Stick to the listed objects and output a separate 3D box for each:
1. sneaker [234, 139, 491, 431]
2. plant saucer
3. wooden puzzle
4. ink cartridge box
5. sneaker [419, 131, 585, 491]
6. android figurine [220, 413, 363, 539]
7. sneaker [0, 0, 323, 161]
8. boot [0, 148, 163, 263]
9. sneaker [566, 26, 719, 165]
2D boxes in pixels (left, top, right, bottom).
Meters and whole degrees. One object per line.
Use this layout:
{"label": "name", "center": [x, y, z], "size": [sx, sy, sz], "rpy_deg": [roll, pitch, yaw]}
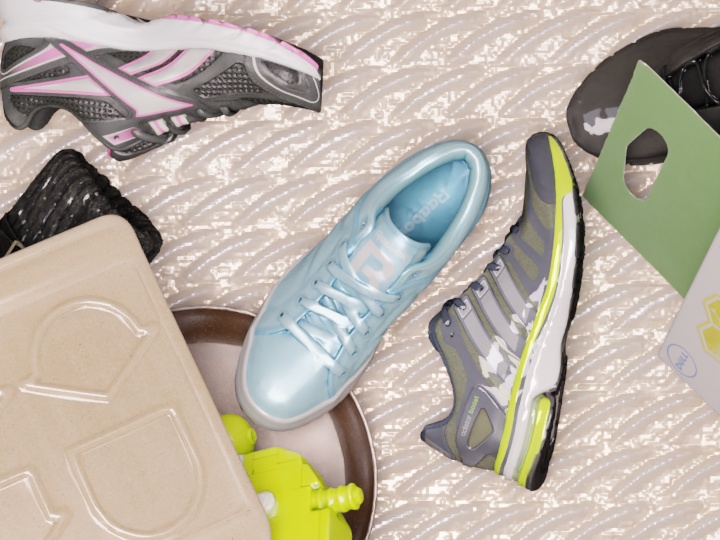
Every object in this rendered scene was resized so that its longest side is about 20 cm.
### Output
{"label": "sneaker", "center": [0.000, 0.000, 1.604], "size": [0.074, 0.082, 0.200], "rpy_deg": [36, 76, 6]}
{"label": "plant saucer", "center": [-0.089, 0.121, 1.647], "size": [0.199, 0.032, 0.202], "rpy_deg": [0, 86, 3]}
{"label": "wooden puzzle", "center": [-0.168, 0.095, 1.517], "size": [0.184, 0.046, 0.201], "rpy_deg": [-23, 84, -14]}
{"label": "ink cartridge box", "center": [0.193, 0.001, 1.563], "size": [0.200, 0.146, 0.048], "rpy_deg": [43, 61, 15]}
{"label": "sneaker", "center": [0.081, 0.019, 1.624], "size": [0.080, 0.074, 0.202], "rpy_deg": [9, 86, 7]}
{"label": "android figurine", "center": [-0.087, 0.163, 1.565], "size": [0.199, 0.041, 0.183], "rpy_deg": [-13, 53, 23]}
{"label": "sneaker", "center": [-0.115, -0.103, 1.646], "size": [0.199, 0.080, 0.087], "rpy_deg": [9, 93, 16]}
{"label": "boot", "center": [-0.164, 0.041, 1.600], "size": [0.158, 0.079, 0.211], "rpy_deg": [-40, 57, 2]}
{"label": "sneaker", "center": [0.211, -0.112, 1.613], "size": [0.199, 0.091, 0.076], "rpy_deg": [-17, 88, 4]}
